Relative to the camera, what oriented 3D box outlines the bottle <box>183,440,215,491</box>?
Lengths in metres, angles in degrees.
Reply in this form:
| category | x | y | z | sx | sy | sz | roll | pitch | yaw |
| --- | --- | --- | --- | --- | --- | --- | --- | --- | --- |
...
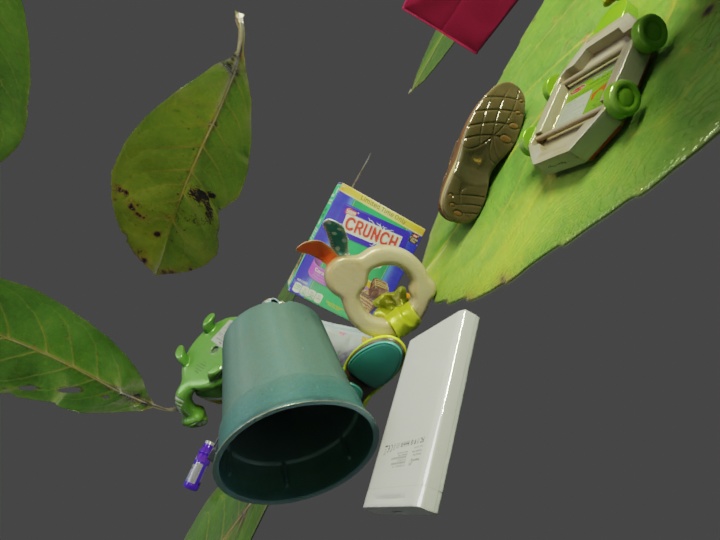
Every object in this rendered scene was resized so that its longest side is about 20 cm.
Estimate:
| category | x | y | z | sx | sy | sz | roll | pitch | yaw |
| --- | --- | --- | --- | --- | --- | --- | --- | --- | --- |
| bottle | -0.674 | 0.820 | 2.273 | 0.084 | 0.065 | 0.202 | -43 | 24 | 63 |

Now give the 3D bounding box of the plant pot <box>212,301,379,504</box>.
| category | x | y | z | sx | sy | sz | roll | pitch | yaw |
| --- | --- | --- | --- | --- | --- | --- | --- | --- | --- |
| plant pot | -0.098 | 0.157 | 0.704 | 0.201 | 0.198 | 0.197 | -57 | 35 | 27 |

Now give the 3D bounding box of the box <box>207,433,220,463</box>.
| category | x | y | z | sx | sy | sz | roll | pitch | yaw |
| --- | --- | --- | --- | --- | --- | --- | --- | --- | --- |
| box | -0.136 | 0.235 | 0.933 | 0.198 | 0.117 | 0.200 | -61 | -7 | 14 |

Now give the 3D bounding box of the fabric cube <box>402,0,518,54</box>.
| category | x | y | z | sx | sy | sz | roll | pitch | yaw |
| --- | --- | --- | --- | --- | --- | --- | --- | --- | --- |
| fabric cube | 0.233 | -0.621 | 1.111 | 0.199 | 0.198 | 0.198 | -46 | 21 | 60 |

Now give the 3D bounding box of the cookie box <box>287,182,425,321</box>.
| category | x | y | z | sx | sy | sz | roll | pitch | yaw |
| --- | --- | --- | --- | --- | --- | --- | --- | --- | --- |
| cookie box | -0.009 | -0.024 | 0.937 | 0.202 | 0.170 | 0.075 | -63 | 14 | 3 |

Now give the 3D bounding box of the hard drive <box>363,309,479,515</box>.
| category | x | y | z | sx | sy | sz | roll | pitch | yaw |
| --- | --- | --- | --- | --- | --- | --- | --- | --- | --- |
| hard drive | 0.065 | 0.152 | 0.575 | 0.132 | 0.026 | 0.202 | -45 | 22 | 58 |

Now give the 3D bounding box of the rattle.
| category | x | y | z | sx | sy | sz | roll | pitch | yaw |
| --- | --- | --- | --- | --- | --- | --- | --- | --- | --- |
| rattle | 0.000 | 0.000 | 0.761 | 0.131 | 0.199 | 0.143 | -58 | 12 | 20 |

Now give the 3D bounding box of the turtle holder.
| category | x | y | z | sx | sy | sz | roll | pitch | yaw |
| --- | --- | --- | --- | --- | --- | --- | --- | --- | --- |
| turtle holder | -0.237 | 0.181 | 0.949 | 0.139 | 0.132 | 0.187 | -8 | 46 | 22 |

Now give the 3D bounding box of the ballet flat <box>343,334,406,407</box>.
| category | x | y | z | sx | sy | sz | roll | pitch | yaw |
| --- | --- | --- | --- | --- | --- | --- | --- | --- | --- |
| ballet flat | 0.006 | 0.146 | 0.770 | 0.201 | 0.066 | 0.067 | -57 | -1 | 33 |

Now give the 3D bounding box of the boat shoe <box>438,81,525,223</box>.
| category | x | y | z | sx | sy | sz | roll | pitch | yaw |
| --- | --- | --- | --- | --- | --- | --- | --- | --- | --- |
| boat shoe | 0.158 | -0.162 | 0.744 | 0.202 | 0.071 | 0.068 | -65 | 13 | 2 |

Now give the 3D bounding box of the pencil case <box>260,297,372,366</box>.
| category | x | y | z | sx | sy | sz | roll | pitch | yaw |
| --- | --- | --- | --- | --- | --- | --- | --- | --- | --- |
| pencil case | -0.077 | 0.112 | 0.863 | 0.092 | 0.198 | 0.083 | -68 | 21 | 1 |

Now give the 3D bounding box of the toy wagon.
| category | x | y | z | sx | sy | sz | roll | pitch | yaw |
| --- | --- | --- | --- | --- | --- | --- | --- | --- | --- |
| toy wagon | 0.238 | -0.197 | 0.547 | 0.202 | 0.039 | 0.155 | -64 | 12 | -7 |
